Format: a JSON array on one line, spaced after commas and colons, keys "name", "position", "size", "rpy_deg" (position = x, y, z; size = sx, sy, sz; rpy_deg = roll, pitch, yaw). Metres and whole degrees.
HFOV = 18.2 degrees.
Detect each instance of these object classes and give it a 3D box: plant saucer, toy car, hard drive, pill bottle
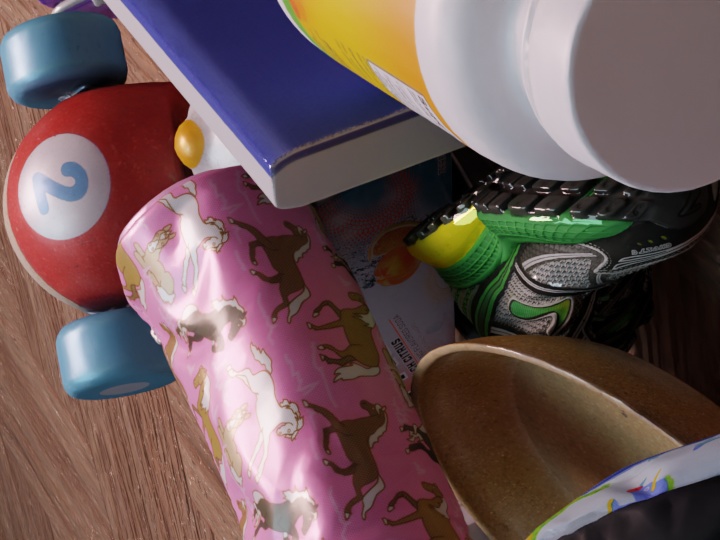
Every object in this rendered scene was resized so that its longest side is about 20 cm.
[{"name": "plant saucer", "position": [0.106, 0.088, 0.816], "size": [0.200, 0.035, 0.200], "rpy_deg": [35, 156, 18]}, {"name": "toy car", "position": [-0.062, -0.055, 1.056], "size": [0.200, 0.177, 0.185], "rpy_deg": [-32, 68, 60]}, {"name": "hard drive", "position": [-0.017, -0.103, 0.890], "size": [0.200, 0.132, 0.025], "rpy_deg": [49, 154, 47]}, {"name": "pill bottle", "position": [0.054, -0.094, 0.724], "size": [0.200, 0.111, 0.111], "rpy_deg": [39, 146, 58]}]

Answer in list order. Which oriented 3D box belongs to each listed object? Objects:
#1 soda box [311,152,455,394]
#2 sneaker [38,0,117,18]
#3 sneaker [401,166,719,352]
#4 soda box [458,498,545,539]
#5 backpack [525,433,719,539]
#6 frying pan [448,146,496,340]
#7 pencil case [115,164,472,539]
[{"name": "soda box", "position": [0.000, 0.000, 0.985], "size": [0.200, 0.063, 0.068], "rpy_deg": [85, 158, -47]}, {"name": "sneaker", "position": [-0.110, -0.164, 1.134], "size": [0.073, 0.114, 0.200], "rpy_deg": [69, 162, 5]}, {"name": "sneaker", "position": [0.086, -0.009, 0.819], "size": [0.085, 0.078, 0.200], "rpy_deg": [54, 165, -2]}, {"name": "soda box", "position": [0.021, 0.129, 0.929], "size": [0.068, 0.200, 0.064], "rpy_deg": [30, 138, 64]}, {"name": "backpack", "position": [0.130, 0.108, 0.605], "size": [0.154, 0.200, 0.163], "rpy_deg": [-35, -75, -77]}, {"name": "frying pan", "position": [0.058, 0.016, 0.971], "size": [0.190, 0.031, 0.115], "rpy_deg": [65, 165, 3]}, {"name": "pencil case", "position": [-0.024, 0.057, 0.854], "size": [0.087, 0.083, 0.200], "rpy_deg": [94, 153, -57]}]
